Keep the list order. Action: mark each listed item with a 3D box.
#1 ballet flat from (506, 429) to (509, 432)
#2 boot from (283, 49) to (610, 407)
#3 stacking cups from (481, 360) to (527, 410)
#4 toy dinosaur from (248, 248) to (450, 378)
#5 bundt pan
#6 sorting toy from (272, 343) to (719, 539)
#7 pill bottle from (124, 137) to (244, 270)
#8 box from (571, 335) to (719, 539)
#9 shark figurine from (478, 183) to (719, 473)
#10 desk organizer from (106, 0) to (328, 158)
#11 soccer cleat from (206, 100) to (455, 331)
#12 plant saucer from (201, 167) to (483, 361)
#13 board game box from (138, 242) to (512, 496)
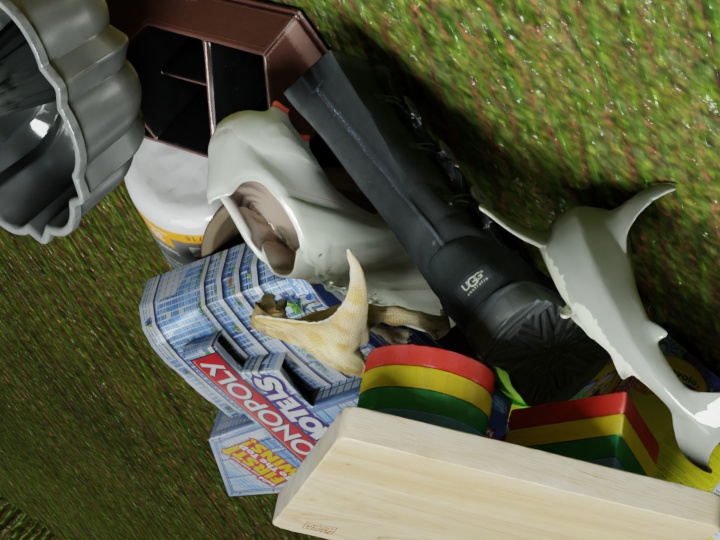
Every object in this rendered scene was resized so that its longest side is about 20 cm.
[{"bbox_3d":[0.065,0.101,1.688,0.073,0.073,0.200,34,177,17],"label":"ballet flat"},{"bbox_3d":[0.051,-0.024,1.395,0.200,0.066,0.165,50,-177,27],"label":"boot"},{"bbox_3d":[0.114,0.046,1.525,0.060,0.061,0.200,39,162,1],"label":"stacking cups"},{"bbox_3d":[-0.007,0.036,1.350,0.101,0.058,0.200,17,169,-16],"label":"toy dinosaur"},{"bbox_3d":[-0.205,-0.123,1.487,0.202,0.076,0.202,34,142,31],"label":"bundt pan"},{"bbox_3d":[0.071,0.105,1.315,0.199,0.070,0.199,14,159,-8],"label":"sorting toy"},{"bbox_3d":[-0.076,-0.028,1.644,0.116,0.116,0.200,30,160,29],"label":"pill bottle"},{"bbox_3d":[0.196,0.158,1.525,0.200,0.122,0.193,40,164,-3],"label":"box"},{"bbox_3d":[0.146,0.002,1.285,0.128,0.090,0.215,36,-164,-34],"label":"shark figurine"},{"bbox_3d":[-0.101,-0.123,1.521,0.200,0.077,0.072,19,154,50],"label":"desk organizer"},{"bbox_3d":[-0.018,-0.014,1.418,0.069,0.078,0.200,-19,130,41],"label":"soccer cleat"},{"bbox_3d":[0.000,0.000,1.526,0.199,0.030,0.200,11,145,8],"label":"plant saucer"},{"bbox_3d":[-0.044,0.073,1.562,0.199,0.062,0.200,-21,129,41],"label":"board game box"}]
